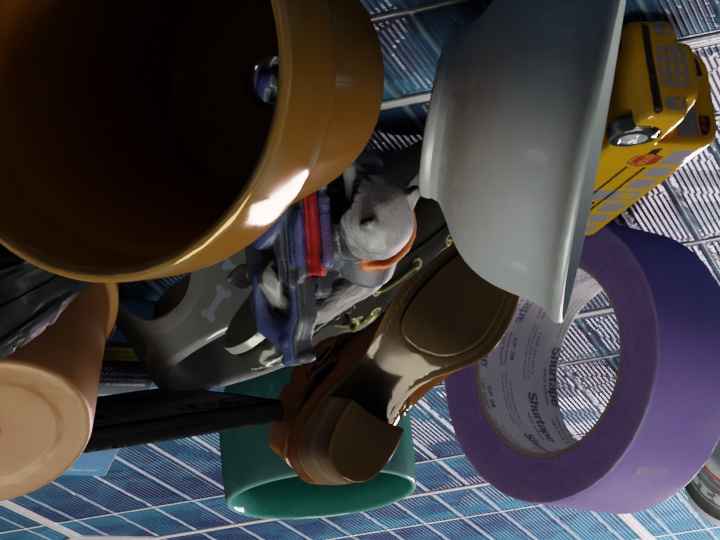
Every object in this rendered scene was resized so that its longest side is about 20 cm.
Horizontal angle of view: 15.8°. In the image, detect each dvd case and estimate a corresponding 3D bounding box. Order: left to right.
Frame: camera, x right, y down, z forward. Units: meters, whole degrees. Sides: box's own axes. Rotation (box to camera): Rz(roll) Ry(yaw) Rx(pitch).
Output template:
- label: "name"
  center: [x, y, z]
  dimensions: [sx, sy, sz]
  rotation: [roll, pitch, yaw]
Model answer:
- label: "dvd case"
  center: [-0.155, 0.099, 1.747]
  dimensions: [0.142, 0.018, 0.200]
  rotation: [-7, -177, -25]

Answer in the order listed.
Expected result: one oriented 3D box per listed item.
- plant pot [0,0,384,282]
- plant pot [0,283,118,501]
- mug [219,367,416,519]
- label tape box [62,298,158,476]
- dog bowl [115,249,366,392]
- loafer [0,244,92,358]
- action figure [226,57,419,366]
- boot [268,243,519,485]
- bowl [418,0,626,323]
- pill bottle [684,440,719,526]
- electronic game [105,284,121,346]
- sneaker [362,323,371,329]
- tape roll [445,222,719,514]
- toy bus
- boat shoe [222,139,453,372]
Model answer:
- label: "plant pot"
  center: [-0.082, -0.098, 1.275]
  dimensions: [0.200, 0.201, 0.183]
  rotation: [-15, 176, 26]
- label: "plant pot"
  center: [-0.241, 0.050, 1.608]
  dimensions: [0.199, 0.140, 0.200]
  rotation: [-9, 138, -8]
- label: "mug"
  center: [-0.025, 0.118, 2.026]
  dimensions: [0.152, 0.115, 0.185]
  rotation: [13, 154, -43]
- label: "label tape box"
  center: [-0.225, 0.064, 1.860]
  dimensions: [0.143, 0.066, 0.200]
  rotation: [4, 135, -27]
- label: "dog bowl"
  center: [-0.065, 0.021, 1.730]
  dimensions: [0.200, 0.059, 0.200]
  rotation: [-21, 167, -5]
- label: "loafer"
  center: [-0.176, -0.024, 1.524]
  dimensions: [0.068, 0.071, 0.200]
  rotation: [11, -140, 41]
- label: "action figure"
  center: [-0.027, -0.057, 1.461]
  dimensions: [0.104, 0.201, 0.193]
  rotation: [-7, -166, -28]
- label: "boot"
  center: [0.014, 0.050, 1.686]
  dimensions: [0.074, 0.200, 0.155]
  rotation: [43, 169, -14]
- label: "bowl"
  center: [0.084, -0.078, 1.384]
  dimensions: [0.090, 0.202, 0.201]
  rotation: [10, 163, 7]
- label: "pill bottle"
  center: [0.338, 0.160, 2.264]
  dimensions: [0.114, 0.114, 0.200]
  rotation: [-6, 162, 0]
- label: "electronic game"
  center: [-0.257, 0.032, 1.721]
  dimensions: [0.199, 0.042, 0.200]
  rotation: [-12, 142, -9]
- label: "sneaker"
  center: [0.073, 0.010, 1.774]
  dimensions: [0.074, 0.088, 0.200]
  rotation: [10, 156, -40]
- label: "tape roll"
  center: [0.157, 0.066, 1.789]
  dimensions: [0.085, 0.201, 0.200]
  rotation: [12, 155, -41]
- label: "toy bus"
  center: [0.150, -0.082, 1.556]
  dimensions: [0.078, 0.065, 0.200]
  rotation: [1, 160, -22]
- label: "boat shoe"
  center: [0.000, 0.000, 1.578]
  dimensions: [0.201, 0.061, 0.072]
  rotation: [-44, -158, -25]
